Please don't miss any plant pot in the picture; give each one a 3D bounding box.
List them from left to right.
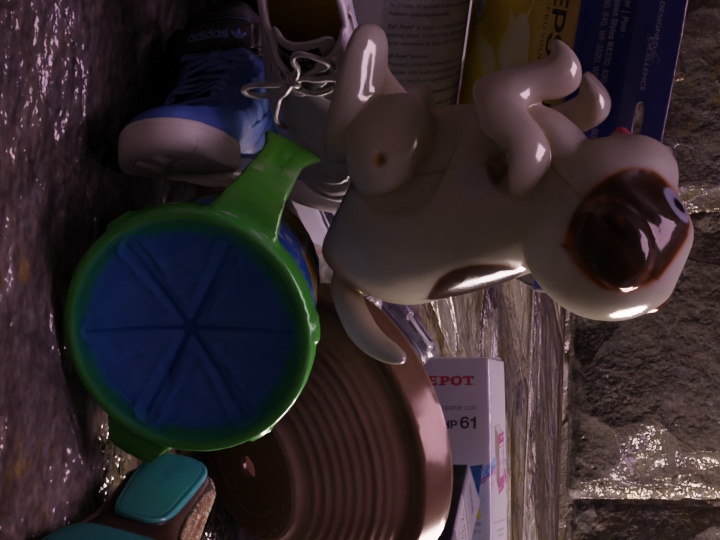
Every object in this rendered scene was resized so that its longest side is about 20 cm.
[{"bbox_3d":[-0.039,0.115,1.002,0.093,0.201,0.201,-17,108,-37],"label":"plant pot"}]

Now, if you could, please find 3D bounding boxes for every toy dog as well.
[{"bbox_3d":[0.084,-0.036,0.839,0.140,0.200,0.194,53,53,-62],"label":"toy dog"}]

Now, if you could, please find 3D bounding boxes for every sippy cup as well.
[{"bbox_3d":[-0.080,0.014,0.851,0.140,0.178,0.130,62,16,-11],"label":"sippy cup"}]

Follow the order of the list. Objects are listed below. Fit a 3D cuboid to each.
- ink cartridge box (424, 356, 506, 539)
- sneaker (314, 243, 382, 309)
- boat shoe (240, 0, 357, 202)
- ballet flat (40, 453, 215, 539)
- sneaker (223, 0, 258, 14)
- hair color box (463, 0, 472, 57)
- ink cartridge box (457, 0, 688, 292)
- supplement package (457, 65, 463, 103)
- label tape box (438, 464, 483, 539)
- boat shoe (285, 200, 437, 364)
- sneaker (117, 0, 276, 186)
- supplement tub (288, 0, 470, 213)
[{"bbox_3d":[0.054,0.175,1.356,0.085,0.144,0.200,23,66,-73],"label":"ink cartridge box"},{"bbox_3d":[-0.044,0.057,1.121,0.078,0.099,0.200,-19,137,-40],"label":"sneaker"},{"bbox_3d":[-0.030,-0.127,0.878,0.086,0.074,0.202,-60,147,-64],"label":"boat shoe"},{"bbox_3d":[-0.126,0.158,0.800,0.200,0.070,0.065,-32,134,-70],"label":"ballet flat"},{"bbox_3d":[-0.064,-0.208,1.085,0.100,0.069,0.201,-33,120,-71],"label":"sneaker"},{"bbox_3d":[0.022,-0.166,1.158,0.061,0.101,0.200,-103,-155,-49],"label":"hair color box"},{"bbox_3d":[0.118,-0.092,0.951,0.200,0.047,0.198,-146,-118,-66],"label":"ink cartridge box"},{"bbox_3d":[0.070,-0.122,1.346,0.114,0.200,0.110,-14,101,-75],"label":"supplement package"},{"bbox_3d":[0.014,0.195,1.190,0.200,0.143,0.066,-70,155,-56],"label":"label tape box"},{"bbox_3d":[0.000,0.000,1.156,0.200,0.068,0.072,61,-11,-23],"label":"boat shoe"},{"bbox_3d":[-0.096,-0.112,0.926,0.200,0.077,0.111,1,88,-76],"label":"sneaker"},{"bbox_3d":[0.004,-0.148,1.024,0.132,0.132,0.200,-57,157,-67],"label":"supplement tub"}]
